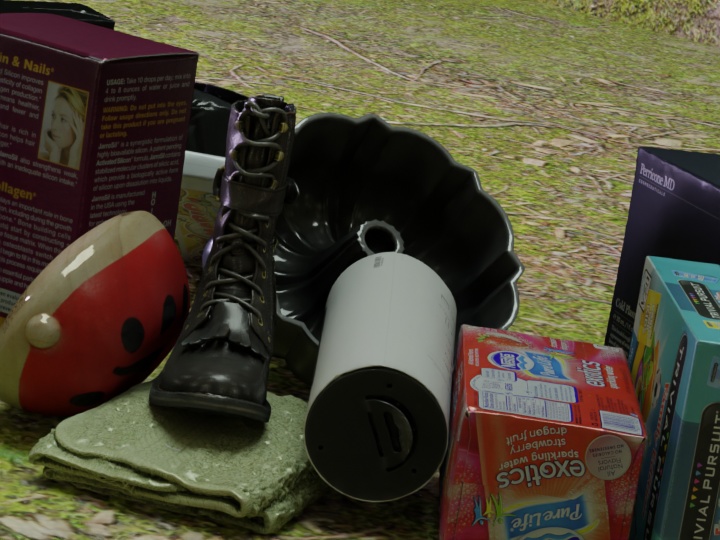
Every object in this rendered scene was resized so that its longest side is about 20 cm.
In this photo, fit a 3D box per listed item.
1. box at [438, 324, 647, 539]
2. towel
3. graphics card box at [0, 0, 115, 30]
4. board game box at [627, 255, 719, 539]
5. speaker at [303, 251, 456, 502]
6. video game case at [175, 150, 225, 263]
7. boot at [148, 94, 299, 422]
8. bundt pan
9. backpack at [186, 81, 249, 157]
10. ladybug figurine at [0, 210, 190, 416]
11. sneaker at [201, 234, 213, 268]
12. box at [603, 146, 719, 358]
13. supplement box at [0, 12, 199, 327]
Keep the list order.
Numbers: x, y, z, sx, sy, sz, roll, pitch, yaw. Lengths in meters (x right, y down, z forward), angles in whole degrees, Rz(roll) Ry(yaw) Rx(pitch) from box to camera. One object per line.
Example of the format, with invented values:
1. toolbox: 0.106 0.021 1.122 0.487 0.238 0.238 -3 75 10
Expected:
1. box: 0.097 0.102 1.546 0.100 0.096 0.200 9 12 -1
2. towel: -0.082 0.098 1.579 0.148 0.037 0.200 14 13 18
3. graphics card box: -0.244 -0.084 1.899 0.125 0.200 0.051 0 18 -36
4. board game box: 0.178 0.088 1.537 0.047 0.151 0.200 8 12 -3
5. speaker: 0.014 0.058 1.589 0.081 0.081 0.200 9 19 0
6. video game case: -0.047 -0.030 2.002 0.182 0.023 0.200 10 -17 5
7. boot: -0.071 -0.014 1.595 0.069 0.174 0.200 9 13 -3
8. bundt pan: 0.000 0.000 1.804 0.202 0.076 0.202 12 54 -17
9. backpack: -0.181 -0.095 2.134 0.167 0.127 0.200 19 -3 -24
10. ladybug figurine: -0.153 0.032 1.641 0.072 0.136 0.200 38 14 5
11. sneaker: -0.056 0.014 1.898 0.087 0.075 0.200 -10 23 -43
12. box: 0.244 0.033 1.760 0.104 0.182 0.200 4 14 -21
13. supplement box: -0.196 -0.056 1.812 0.131 0.200 0.103 18 16 33
